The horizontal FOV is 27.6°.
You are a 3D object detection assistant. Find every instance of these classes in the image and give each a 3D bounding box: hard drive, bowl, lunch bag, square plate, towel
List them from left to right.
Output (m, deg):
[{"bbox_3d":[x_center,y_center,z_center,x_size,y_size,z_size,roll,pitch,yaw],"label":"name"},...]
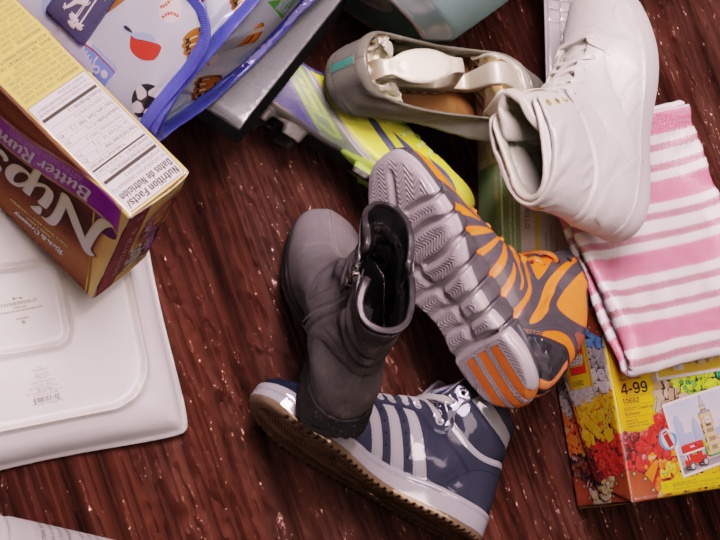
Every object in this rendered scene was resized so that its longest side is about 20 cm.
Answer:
[{"bbox_3d":[-0.221,0.027,0.950,0.200,0.028,0.198,-9,82,-27],"label":"square plate"},{"bbox_3d":[-0.129,-0.198,0.932,0.170,0.124,0.200,42,80,8],"label":"lunch bag"},{"bbox_3d":[-0.128,-0.195,1.012,0.200,0.033,0.140,33,66,3],"label":"hard drive"},{"bbox_3d":[0.029,-0.236,1.055,0.201,0.201,0.105,35,85,-15],"label":"bowl"},{"bbox_3d":[0.222,-0.027,1.097,0.146,0.030,0.200,-13,76,-28],"label":"towel"}]

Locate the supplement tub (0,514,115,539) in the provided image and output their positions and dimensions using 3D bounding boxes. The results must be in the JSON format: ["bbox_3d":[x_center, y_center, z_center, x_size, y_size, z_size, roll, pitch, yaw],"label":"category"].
[{"bbox_3d":[-0.157,0.227,0.878,0.200,0.132,0.132,18,71,-21],"label":"supplement tub"}]

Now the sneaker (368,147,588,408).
[{"bbox_3d":[0.088,-0.007,1.040,0.112,0.078,0.200,-31,93,-44],"label":"sneaker"}]

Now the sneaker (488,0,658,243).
[{"bbox_3d":[0.148,-0.128,1.036,0.116,0.074,0.200,16,65,-37],"label":"sneaker"}]

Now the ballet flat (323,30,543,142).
[{"bbox_3d":[0.070,-0.132,1.047,0.200,0.064,0.067,2,75,-31],"label":"ballet flat"}]

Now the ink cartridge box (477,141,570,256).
[{"bbox_3d":[0.188,-0.057,1.157,0.200,0.048,0.146,6,76,-22],"label":"ink cartridge box"}]

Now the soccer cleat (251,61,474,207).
[{"bbox_3d":[0.007,-0.104,1.065,0.200,0.065,0.084,29,79,-15],"label":"soccer cleat"}]

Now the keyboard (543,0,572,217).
[{"bbox_3d":[0.169,-0.134,1.135,0.056,0.011,0.200,8,73,-24],"label":"keyboard"}]

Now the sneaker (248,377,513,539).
[{"bbox_3d":[0.022,0.101,1.026,0.200,0.070,0.109,34,68,-20],"label":"sneaker"}]

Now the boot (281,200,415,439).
[{"bbox_3d":[0.000,0.000,0.968,0.070,0.132,0.200,6,44,-18],"label":"boot"}]

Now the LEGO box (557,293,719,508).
[{"bbox_3d":[0.256,0.096,1.137,0.200,0.077,0.149,-5,81,-27],"label":"LEGO box"}]

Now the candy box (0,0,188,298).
[{"bbox_3d":[-0.206,-0.089,0.908,0.200,0.117,0.056,46,56,4],"label":"candy box"}]
